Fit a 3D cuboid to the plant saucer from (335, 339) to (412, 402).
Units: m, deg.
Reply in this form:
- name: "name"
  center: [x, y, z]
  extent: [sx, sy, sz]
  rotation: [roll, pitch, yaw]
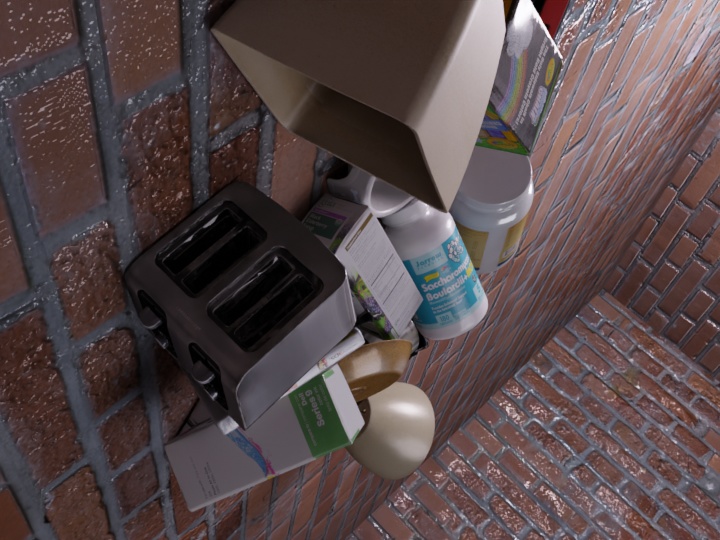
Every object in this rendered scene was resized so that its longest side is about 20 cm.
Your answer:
- name: "plant saucer"
  center: [-0.017, 0.150, 1.113]
  extent: [0.199, 0.036, 0.200]
  rotation: [-19, 161, -7]

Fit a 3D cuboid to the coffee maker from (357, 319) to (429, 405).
- name: "coffee maker"
  center: [-0.008, 0.157, 1.363]
  extent: [0.199, 0.135, 0.193]
  rotation: [-35, 157, -31]

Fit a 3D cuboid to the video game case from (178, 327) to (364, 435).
- name: "video game case"
  center: [-0.110, 0.095, 0.960]
  extent: [0.181, 0.200, 0.023]
  rotation: [-32, 114, -14]

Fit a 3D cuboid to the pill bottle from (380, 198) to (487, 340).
- name: "pill bottle"
  center: [0.096, -0.011, 1.157]
  extent: [0.111, 0.110, 0.201]
  rotation: [-38, 115, -25]

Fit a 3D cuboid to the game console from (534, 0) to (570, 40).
- name: "game console"
  center: [0.226, -0.341, 0.976]
  extent: [0.201, 0.031, 0.178]
  rotation: [106, -1, -50]

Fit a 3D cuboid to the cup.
- name: "cup"
  center: [0.031, 0.312, 1.683]
  extent: [0.143, 0.200, 0.201]
  rotation: [27, 106, -42]

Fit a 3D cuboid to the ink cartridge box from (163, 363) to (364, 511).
- name: "ink cartridge box"
  center: [-0.107, 0.189, 0.958]
  extent: [0.199, 0.088, 0.145]
  rotation: [-25, 177, 5]

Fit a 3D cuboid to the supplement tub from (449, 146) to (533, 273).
- name: "supplement tub"
  center: [0.190, -0.100, 1.292]
  extent: [0.144, 0.145, 0.200]
  rotation: [-41, 159, -20]

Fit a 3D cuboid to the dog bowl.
- name: "dog bowl"
  center: [0.048, -0.152, 1.033]
  extent: [0.200, 0.059, 0.201]
  rotation: [-42, 159, -20]

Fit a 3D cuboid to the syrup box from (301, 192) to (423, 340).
- name: "syrup box"
  center: [0.000, 0.000, 1.057]
  extent: [0.082, 0.078, 0.200]
  rotation: [-55, 139, -19]

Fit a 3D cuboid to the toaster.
- name: "toaster"
  center: [-0.112, 0.030, 0.848]
  extent: [0.200, 0.181, 0.119]
  rotation: [-41, 157, -18]

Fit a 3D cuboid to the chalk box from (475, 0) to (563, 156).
- name: "chalk box"
  center: [0.135, -0.212, 0.911]
  extent: [0.200, 0.123, 0.125]
  rotation: [32, 78, -57]

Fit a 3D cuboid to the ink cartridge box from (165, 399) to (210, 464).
- name: "ink cartridge box"
  center: [-0.170, 0.212, 1.196]
  extent: [0.201, 0.084, 0.144]
  rotation: [-57, 158, 20]

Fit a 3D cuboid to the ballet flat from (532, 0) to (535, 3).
- name: "ballet flat"
  center: [0.185, -0.365, 0.922]
  extent: [0.064, 0.067, 0.200]
  rotation: [-49, 160, -12]

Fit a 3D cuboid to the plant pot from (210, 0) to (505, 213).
- name: "plant pot"
  center: [0.026, -0.198, 0.730]
  extent: [0.178, 0.199, 0.200]
  rotation: [-58, 161, -6]
